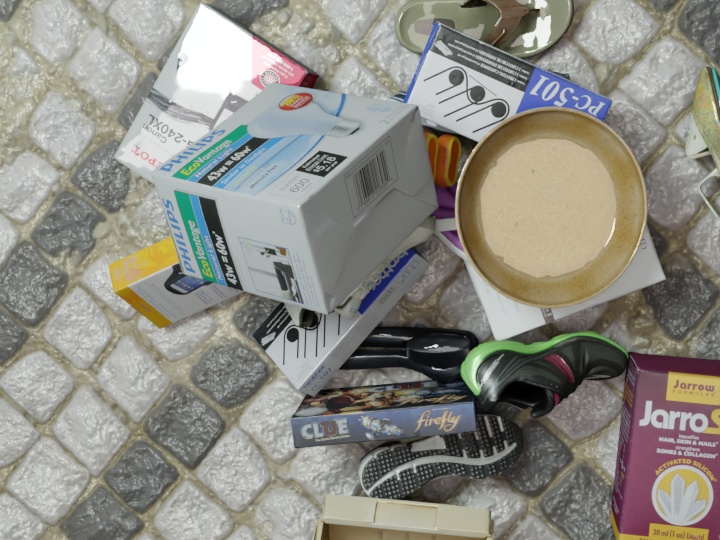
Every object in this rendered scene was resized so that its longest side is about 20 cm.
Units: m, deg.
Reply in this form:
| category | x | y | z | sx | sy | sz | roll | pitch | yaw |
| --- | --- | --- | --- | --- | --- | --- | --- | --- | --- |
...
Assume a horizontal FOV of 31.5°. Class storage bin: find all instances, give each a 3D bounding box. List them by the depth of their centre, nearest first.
| category | x | y | z | sx | sy | sz | roll | pitch | yaw |
| --- | --- | --- | --- | --- | --- | --- | --- | --- | --- |
| storage bin | 0.048 | 0.355 | 1.420 | 0.196 | 0.094 | 0.201 | 4 | 125 | 6 |

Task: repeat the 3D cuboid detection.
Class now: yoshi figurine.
| category | x | y | z | sx | sy | sz | roll | pitch | yaw |
| --- | --- | --- | --- | --- | --- | --- | --- | --- | --- |
| yoshi figurine | 0.006 | -0.140 | 1.388 | 0.197 | 0.113 | 0.113 | 4 | 135 | 31 |

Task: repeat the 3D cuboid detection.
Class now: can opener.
| category | x | y | z | sx | sy | sz | roll | pitch | yaw |
| --- | --- | --- | --- | --- | --- | --- | --- | --- | --- |
| can opener | 0.038 | 0.086 | 1.445 | 0.197 | 0.064 | 0.079 | 1 | 140 | 18 |

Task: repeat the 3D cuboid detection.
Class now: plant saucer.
| category | x | y | z | sx | sy | sz | roll | pitch | yaw |
| --- | --- | --- | --- | --- | --- | --- | --- | --- | --- |
| plant saucer | 0.192 | -0.064 | 1.303 | 0.196 | 0.035 | 0.204 | 0 | 94 | -4 |

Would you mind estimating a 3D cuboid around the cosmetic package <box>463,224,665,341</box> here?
| category | x | y | z | sx | sy | sz | roll | pitch | yaw |
| --- | --- | --- | --- | --- | --- | --- | --- | --- | --- |
| cosmetic package | 0.222 | -0.010 | 1.401 | 0.197 | 0.081 | 0.114 | -23 | 92 | 10 |

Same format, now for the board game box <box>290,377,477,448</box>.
| category | x | y | z | sx | sy | sz | roll | pitch | yaw |
| --- | --- | --- | --- | --- | --- | --- | --- | --- | --- |
| board game box | 0.030 | 0.155 | 1.415 | 0.196 | 0.136 | 0.035 | -6 | 96 | 6 |

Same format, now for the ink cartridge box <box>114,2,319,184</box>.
| category | x | y | z | sx | sy | sz | roll | pitch | yaw |
| --- | --- | --- | --- | --- | --- | --- | --- | --- | --- |
| ink cartridge box | -0.160 | -0.171 | 1.422 | 0.144 | 0.083 | 0.202 | 32 | 99 | 2 |

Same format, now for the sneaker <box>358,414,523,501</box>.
| category | x | y | z | sx | sy | sz | roll | pitch | yaw |
| --- | --- | --- | --- | --- | --- | --- | --- | --- | --- |
| sneaker | 0.088 | 0.205 | 1.452 | 0.197 | 0.080 | 0.075 | -10 | 94 | -11 |

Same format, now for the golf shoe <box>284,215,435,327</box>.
| category | x | y | z | sx | sy | sz | roll | pitch | yaw |
| --- | --- | --- | --- | --- | --- | --- | --- | --- | --- |
| golf shoe | 0.000 | 0.000 | 1.363 | 0.198 | 0.078 | 0.099 | -21 | 71 | 29 |

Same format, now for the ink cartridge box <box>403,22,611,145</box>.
| category | x | y | z | sx | sy | sz | roll | pitch | yaw |
| --- | --- | --- | --- | --- | --- | --- | --- | --- | --- |
| ink cartridge box | 0.152 | -0.176 | 1.334 | 0.197 | 0.044 | 0.095 | 22 | 102 | -7 |

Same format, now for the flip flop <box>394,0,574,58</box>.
| category | x | y | z | sx | sy | sz | roll | pitch | yaw |
| --- | --- | --- | --- | --- | --- | --- | --- | --- | --- |
| flip flop | 0.134 | -0.272 | 1.391 | 0.196 | 0.058 | 0.083 | -1 | 97 | 6 |

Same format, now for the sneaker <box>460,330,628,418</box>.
| category | x | y | z | sx | sy | sz | roll | pitch | yaw |
| --- | --- | --- | --- | --- | --- | --- | --- | --- | --- |
| sneaker | 0.204 | 0.119 | 1.392 | 0.197 | 0.077 | 0.085 | -6 | 58 | -19 |

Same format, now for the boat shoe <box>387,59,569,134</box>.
| category | x | y | z | sx | sy | sz | roll | pitch | yaw |
| --- | --- | --- | --- | --- | --- | --- | --- | --- | --- |
| boat shoe | 0.129 | -0.192 | 1.399 | 0.197 | 0.071 | 0.092 | 11 | 97 | -2 |

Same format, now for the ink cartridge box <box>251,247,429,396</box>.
| category | x | y | z | sx | sy | sz | roll | pitch | yaw |
| --- | --- | --- | --- | --- | --- | --- | --- | --- | --- |
| ink cartridge box | -0.023 | 0.033 | 1.426 | 0.200 | 0.044 | 0.094 | -49 | 59 | 5 |

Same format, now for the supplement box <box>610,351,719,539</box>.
| category | x | y | z | sx | sy | sz | roll | pitch | yaw |
| --- | --- | --- | --- | --- | --- | --- | --- | --- | --- |
| supplement box | 0.351 | 0.201 | 1.401 | 0.129 | 0.103 | 0.204 | 5 | 97 | 6 |

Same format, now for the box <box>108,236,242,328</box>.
| category | x | y | z | sx | sy | sz | roll | pitch | yaw |
| --- | --- | --- | --- | --- | --- | --- | --- | --- | --- |
| box | -0.167 | -0.008 | 1.425 | 0.198 | 0.119 | 0.042 | -25 | 62 | 7 |

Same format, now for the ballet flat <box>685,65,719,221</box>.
| category | x | y | z | sx | sy | sz | roll | pitch | yaw |
| --- | --- | --- | --- | --- | --- | --- | --- | --- | --- |
| ballet flat | 0.389 | -0.118 | 1.381 | 0.070 | 0.071 | 0.203 | -23 | 94 | 8 |

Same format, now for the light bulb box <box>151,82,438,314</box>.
| category | x | y | z | sx | sy | sz | roll | pitch | yaw |
| --- | --- | --- | --- | --- | --- | --- | --- | --- | --- |
| light bulb box | -0.062 | -0.078 | 1.261 | 0.198 | 0.198 | 0.126 | 14 | 132 | 36 |

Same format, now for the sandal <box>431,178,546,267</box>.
| category | x | y | z | sx | sy | sz | roll | pitch | yaw |
| --- | --- | --- | --- | --- | --- | --- | --- | --- | --- |
| sandal | 0.109 | -0.065 | 1.373 | 0.201 | 0.050 | 0.083 | 31 | 74 | 34 |
